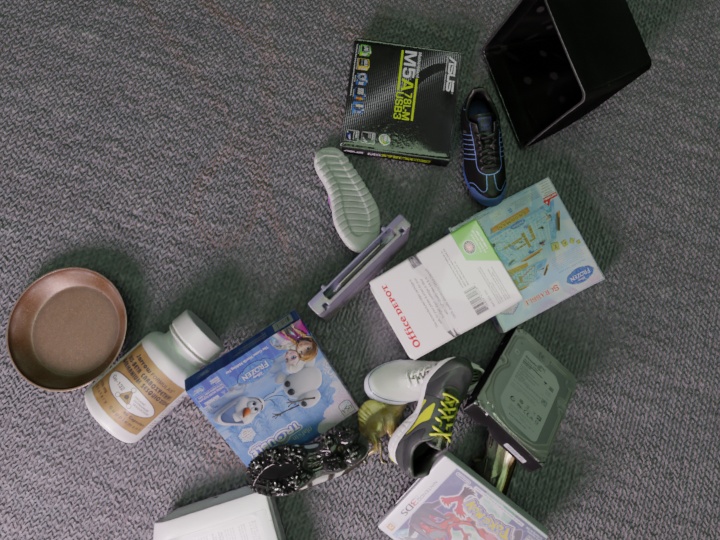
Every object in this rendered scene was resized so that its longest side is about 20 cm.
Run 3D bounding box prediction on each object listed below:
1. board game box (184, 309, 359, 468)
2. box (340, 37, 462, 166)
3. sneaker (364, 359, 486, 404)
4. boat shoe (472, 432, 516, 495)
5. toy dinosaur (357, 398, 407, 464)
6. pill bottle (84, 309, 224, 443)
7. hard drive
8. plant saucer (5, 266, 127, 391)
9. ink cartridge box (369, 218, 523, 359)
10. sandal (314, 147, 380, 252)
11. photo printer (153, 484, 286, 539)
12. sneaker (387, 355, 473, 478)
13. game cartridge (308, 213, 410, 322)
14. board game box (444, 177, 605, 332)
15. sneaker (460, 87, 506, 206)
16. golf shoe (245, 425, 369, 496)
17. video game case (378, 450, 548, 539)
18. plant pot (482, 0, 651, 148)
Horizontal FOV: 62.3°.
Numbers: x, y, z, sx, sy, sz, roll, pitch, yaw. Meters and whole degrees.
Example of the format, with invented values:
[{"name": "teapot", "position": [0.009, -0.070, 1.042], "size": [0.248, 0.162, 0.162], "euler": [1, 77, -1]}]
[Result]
[{"name": "board game box", "position": [-0.133, 0.196, 0.935], "size": [0.200, 0.043, 0.199], "euler": [-33, 116, -5]}, {"name": "box", "position": [0.071, -0.293, 1.042], "size": [0.193, 0.048, 0.201], "euler": [8, 84, 1]}, {"name": "sneaker", "position": [0.106, 0.170, 0.959], "size": [0.199, 0.071, 0.073], "euler": [-4, 66, -15]}, {"name": "boat shoe", "position": [0.215, 0.319, 0.971], "size": [0.065, 0.073, 0.200], "euler": [19, 90, 24]}, {"name": "toy dinosaur", "position": [0.047, 0.248, 0.973], "size": [0.200, 0.058, 0.101], "euler": [-38, 85, -6]}, {"name": "pill bottle", "position": [-0.318, 0.162, 0.939], "size": [0.200, 0.114, 0.114], "euler": [-43, 87, -6]}, {"name": "hard drive", "position": [0.258, 0.195, 0.941], "size": [0.140, 0.038, 0.200], "euler": [44, 45, 3]}, {"name": "plant saucer", "position": [-0.470, 0.096, 0.970], "size": [0.200, 0.037, 0.201], "euler": [-1, 76, 3]}, {"name": "ink cartridge box", "position": [0.137, 0.031, 0.964], "size": [0.200, 0.084, 0.146], "euler": [-31, 85, 11]}, {"name": "sandal", "position": [-0.022, -0.119, 1.020], "size": [0.082, 0.050, 0.203], "euler": [-13, 71, -18]}, {"name": "photo printer", "position": [-0.218, 0.440, 0.933], "size": [0.200, 0.069, 0.167], "euler": [-18, 84, -4]}, {"name": "sneaker", "position": [0.119, 0.225, 0.892], "size": [0.074, 0.085, 0.200], "euler": [25, 98, -21]}, {"name": "game cartridge", "position": [0.000, 0.000, 0.963], "size": [0.200, 0.130, 0.038], "euler": [-44, 85, -7]}, {"name": "board game box", "position": [0.279, -0.027, 1.021], "size": [0.200, 0.041, 0.200], "euler": [-26, 85, -4]}, {"name": "sneaker", "position": [0.206, -0.211, 1.007], "size": [0.070, 0.078, 0.201], "euler": [-9, 73, 1]}, {"name": "golf shoe", "position": [-0.076, 0.305, 0.927], "size": [0.200, 0.095, 0.078], "euler": [-17, 62, 10]}, {"name": "video game case", "position": [0.157, 0.406, 0.938], "size": [0.200, 0.023, 0.182], "euler": [37, 110, 2]}, {"name": "plant pot", "position": [0.352, -0.351, 0.994], "size": [0.177, 0.200, 0.200], "euler": [-19, 84, -15]}]
